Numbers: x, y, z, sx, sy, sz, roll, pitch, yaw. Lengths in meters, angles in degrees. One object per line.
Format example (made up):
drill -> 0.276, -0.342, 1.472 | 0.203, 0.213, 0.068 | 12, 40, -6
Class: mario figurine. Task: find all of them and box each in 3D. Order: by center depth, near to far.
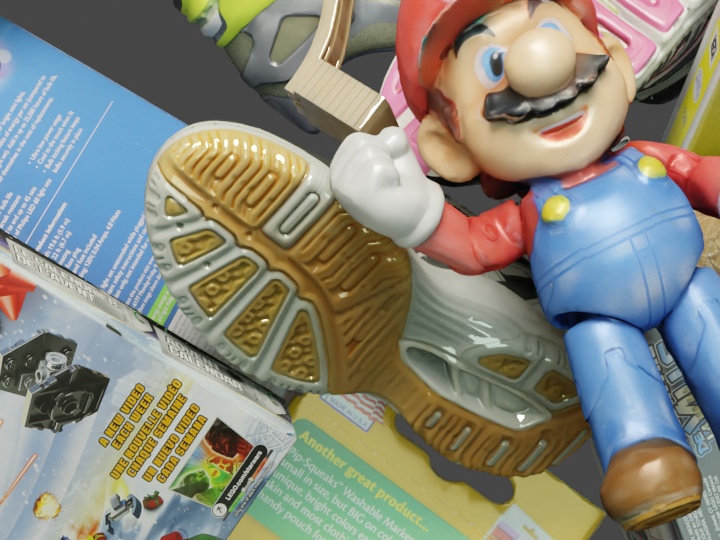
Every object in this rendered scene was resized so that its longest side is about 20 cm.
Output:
mario figurine -> 0.072, -0.022, 0.724 | 0.123, 0.106, 0.201 | -15, 72, -44

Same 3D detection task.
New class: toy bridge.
toy bridge -> 0.036, -0.137, 0.812 | 0.067, 0.027, 0.201 | 32, 80, 24

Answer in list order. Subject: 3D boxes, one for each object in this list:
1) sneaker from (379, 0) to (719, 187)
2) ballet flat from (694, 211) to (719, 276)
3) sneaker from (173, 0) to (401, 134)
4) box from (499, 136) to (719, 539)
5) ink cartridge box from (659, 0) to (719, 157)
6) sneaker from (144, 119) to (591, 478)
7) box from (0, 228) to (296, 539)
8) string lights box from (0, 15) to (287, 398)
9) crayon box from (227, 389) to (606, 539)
sneaker -> 0.089, -0.088, 0.860 | 0.200, 0.088, 0.074 | -39, 71, -18
ballet flat -> 0.160, 0.038, 0.862 | 0.065, 0.071, 0.201 | -15, 122, 14
sneaker -> 0.029, -0.128, 0.877 | 0.199, 0.074, 0.081 | -32, 99, 2
box -> 0.109, 0.053, 0.855 | 0.035, 0.110, 0.201 | -20, 91, -6
ink cartridge box -> 0.220, -0.063, 0.831 | 0.196, 0.200, 0.047 | 6, 59, -5
sneaker -> 0.000, 0.000, 0.804 | 0.076, 0.088, 0.200 | -41, 125, 21
box -> -0.133, 0.096, 0.776 | 0.136, 0.040, 0.201 | 32, 101, -18
string lights box -> -0.110, -0.016, 0.841 | 0.199, 0.059, 0.103 | 30, 57, -4
crayon box -> -0.015, 0.138, 0.870 | 0.125, 0.052, 0.201 | 36, 86, -4
